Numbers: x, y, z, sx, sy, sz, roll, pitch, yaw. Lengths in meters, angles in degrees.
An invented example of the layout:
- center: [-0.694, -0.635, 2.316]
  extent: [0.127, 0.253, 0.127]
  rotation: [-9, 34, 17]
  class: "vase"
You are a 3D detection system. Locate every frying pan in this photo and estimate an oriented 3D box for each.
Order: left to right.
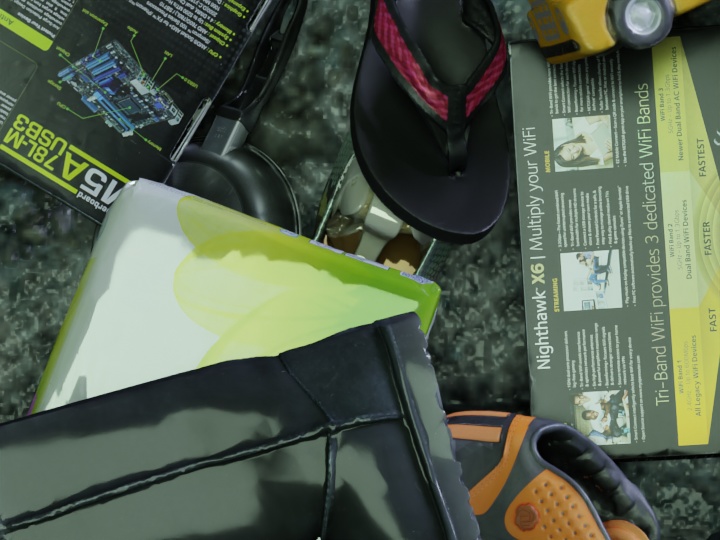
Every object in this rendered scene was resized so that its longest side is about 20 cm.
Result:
- center: [-0.059, -0.041, 0.993]
  extent: [0.115, 0.031, 0.190]
  rotation: [41, 93, 28]
  class: "frying pan"

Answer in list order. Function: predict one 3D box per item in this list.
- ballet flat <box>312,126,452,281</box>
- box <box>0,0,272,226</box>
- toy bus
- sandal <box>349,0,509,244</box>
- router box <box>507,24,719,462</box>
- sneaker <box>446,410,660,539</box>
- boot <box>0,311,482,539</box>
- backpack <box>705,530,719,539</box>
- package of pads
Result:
- center: [0.000, 0.000, 0.979]
  extent: [0.069, 0.071, 0.201]
  rotation: [23, 87, 5]
  class: "ballet flat"
- center: [-0.142, -0.146, 0.952]
  extent: [0.199, 0.048, 0.194]
  rotation: [31, 91, -13]
  class: "box"
- center: [0.165, -0.163, 0.931]
  extent: [0.199, 0.065, 0.079]
  rotation: [-26, 98, -9]
  class: "toy bus"
- center: [0.035, -0.110, 0.967]
  extent: [0.074, 0.045, 0.202]
  rotation: [5, 67, -17]
  class: "sandal"
- center: [0.152, -0.012, 0.977]
  extent: [0.156, 0.052, 0.202]
  rotation: [-3, 85, 5]
  class: "router box"
- center: [0.080, 0.161, 0.929]
  extent: [0.111, 0.078, 0.202]
  rotation: [-6, 102, 26]
  class: "sneaker"
- center: [-0.054, 0.117, 0.831]
  extent: [0.198, 0.066, 0.166]
  rotation: [-15, 75, -4]
  class: "boot"
- center: [0.186, 0.220, 0.898]
  extent: [0.162, 0.167, 0.201]
  rotation: [14, 79, 47]
  class: "backpack"
- center: [-0.068, 0.075, 0.906]
  extent: [0.153, 0.068, 0.201]
  rotation: [20, 83, 4]
  class: "package of pads"
